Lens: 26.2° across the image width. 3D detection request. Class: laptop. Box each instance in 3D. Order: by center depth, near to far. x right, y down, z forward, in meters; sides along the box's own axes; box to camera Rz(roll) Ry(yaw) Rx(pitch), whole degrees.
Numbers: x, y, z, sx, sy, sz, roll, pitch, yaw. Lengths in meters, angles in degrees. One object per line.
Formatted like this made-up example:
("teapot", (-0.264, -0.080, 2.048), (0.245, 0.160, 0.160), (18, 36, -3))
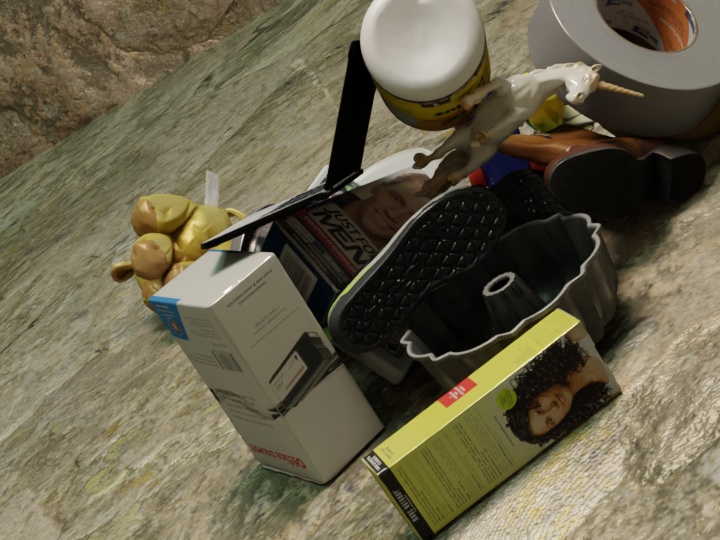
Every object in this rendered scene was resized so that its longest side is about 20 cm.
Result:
("laptop", (-0.058, -0.121, 1.431), (0.199, 0.117, 0.187), (-22, 5, 13))

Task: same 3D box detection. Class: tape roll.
("tape roll", (0.263, -0.222, 1.488), (0.201, 0.199, 0.066), (-52, -10, -41))

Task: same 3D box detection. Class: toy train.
("toy train", (0.138, -0.189, 1.701), (0.084, 0.202, 0.116), (-17, 13, 7))

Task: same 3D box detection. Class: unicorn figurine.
("unicorn figurine", (0.132, -0.138, 1.401), (0.137, 0.074, 0.199), (-30, 5, -43))

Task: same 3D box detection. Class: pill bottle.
("pill bottle", (0.063, -0.190, 1.408), (0.109, 0.110, 0.200), (-33, -8, 3))

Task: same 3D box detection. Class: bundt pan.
("bundt pan", (0.138, 0.040, 1.338), (0.201, 0.076, 0.202), (-30, 19, 11))

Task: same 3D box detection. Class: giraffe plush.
("giraffe plush", (-0.241, -0.011, 2.002), (0.162, 0.172, 0.201), (-46, 19, 41))

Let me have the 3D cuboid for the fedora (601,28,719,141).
("fedora", (0.285, -0.191, 1.570), (0.201, 0.200, 0.082), (-52, -10, -41))

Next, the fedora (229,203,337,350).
("fedora", (-0.067, 0.029, 1.599), (0.090, 0.202, 0.177), (4, 28, 21))

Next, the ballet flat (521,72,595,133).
("ballet flat", (0.212, -0.162, 1.624), (0.066, 0.067, 0.200), (-15, -15, 16))

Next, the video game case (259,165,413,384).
("video game case", (0.000, 0.000, 1.530), (0.200, 0.181, 0.023), (-56, -2, -46))

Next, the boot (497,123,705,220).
("boot", (0.194, -0.110, 1.461), (0.187, 0.069, 0.199), (-16, 25, -33))

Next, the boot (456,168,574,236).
("boot", (0.128, -0.025, 1.501), (0.199, 0.070, 0.132), (-7, -43, -40))

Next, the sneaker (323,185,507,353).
("sneaker", (0.040, -0.007, 1.387), (0.200, 0.072, 0.083), (-39, 12, -3))

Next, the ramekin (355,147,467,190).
("ramekin", (0.034, -0.051, 1.700), (0.201, 0.095, 0.203), (-30, 20, 12))

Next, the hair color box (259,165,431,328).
("hair color box", (0.009, -0.026, 1.496), (0.199, 0.100, 0.061), (-24, -28, -41))

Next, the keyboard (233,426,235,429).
("keyboard", (-0.102, 0.087, 1.658), (0.011, 0.057, 0.200), (4, 35, 21))

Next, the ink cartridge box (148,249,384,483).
("ink cartridge box", (-0.087, 0.085, 1.417), (0.084, 0.201, 0.144), (-39, 20, -22))

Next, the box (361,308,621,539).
("box", (0.103, 0.120, 1.214), (0.199, 0.075, 0.050), (-37, 19, -5))
